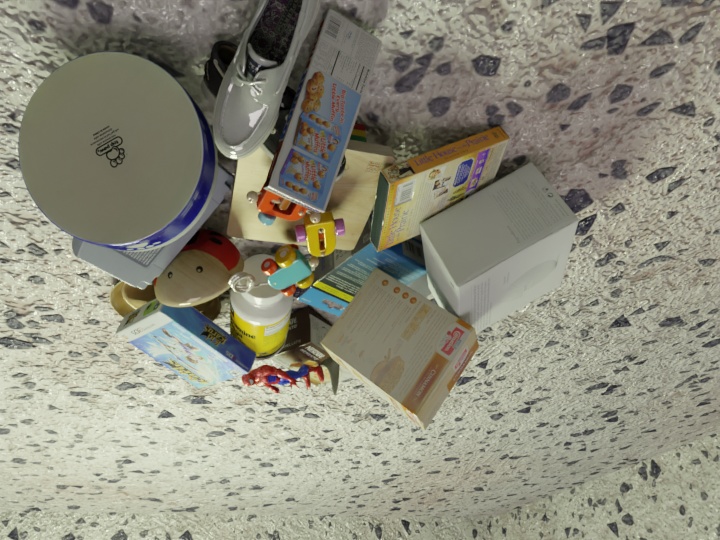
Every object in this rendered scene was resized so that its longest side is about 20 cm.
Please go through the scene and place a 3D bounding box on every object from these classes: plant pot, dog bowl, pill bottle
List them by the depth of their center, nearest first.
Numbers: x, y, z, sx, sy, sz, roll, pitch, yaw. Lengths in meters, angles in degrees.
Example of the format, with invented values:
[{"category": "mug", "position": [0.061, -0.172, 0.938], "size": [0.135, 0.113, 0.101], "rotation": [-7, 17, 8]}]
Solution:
[{"category": "dog bowl", "position": [-0.261, -0.126, 0.622], "size": [0.192, 0.209, 0.079], "rotation": [-3, 179, -5]}, {"category": "pill bottle", "position": [-0.177, 0.066, 1.000], "size": [0.108, 0.116, 0.202], "rotation": [2, 145, -12]}, {"category": "plant pot", "position": [-0.352, 0.052, 1.029], "size": [0.192, 0.028, 0.203], "rotation": [-4, 146, -2]}]

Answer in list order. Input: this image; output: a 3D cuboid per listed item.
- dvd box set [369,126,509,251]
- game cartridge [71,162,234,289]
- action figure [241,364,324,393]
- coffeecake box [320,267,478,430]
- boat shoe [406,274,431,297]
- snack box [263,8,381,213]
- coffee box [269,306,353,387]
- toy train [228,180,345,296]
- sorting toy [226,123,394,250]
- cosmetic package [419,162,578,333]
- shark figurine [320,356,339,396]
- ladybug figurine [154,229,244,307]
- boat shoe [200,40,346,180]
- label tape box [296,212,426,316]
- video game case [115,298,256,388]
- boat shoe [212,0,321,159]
[{"category": "dvd box set", "position": [0.108, -0.113, 0.797], "size": [0.195, 0.030, 0.148], "rotation": [-24, 151, -19]}, {"category": "game cartridge", "position": [-0.266, -0.080, 0.721], "size": [0.201, 0.041, 0.133], "rotation": [-49, 146, 1]}, {"category": "action figure", "position": [-0.151, 0.208, 1.081], "size": [0.064, 0.054, 0.197], "rotation": [-23, 156, 33]}, {"category": "coffeecake box", "position": [0.060, 0.116, 0.873], "size": [0.155, 0.197, 0.074], "rotation": [-51, 148, -13]}, {"category": "boat shoe", "position": [0.084, 0.033, 1.037], "size": [0.071, 0.066, 0.202], "rotation": [20, 116, -38]}, {"category": "snack box", "position": [-0.040, -0.172, 0.616], "size": [0.070, 0.207, 0.024], "rotation": [21, 175, -25]}, {"category": "coffee box", "position": [-0.097, 0.167, 1.188], "size": [0.111, 0.082, 0.200], "rotation": [-21, 143, 20]}, {"category": "toy train", "position": [-0.105, -0.050, 0.766], "size": [0.146, 0.057, 0.202], "rotation": [9, 134, -27]}, {"category": "sorting toy", "position": [-0.077, -0.125, 0.779], "size": [0.193, 0.072, 0.201], "rotation": [5, 144, -17]}, {"category": "cosmetic package", "position": [0.206, -0.021, 0.871], "size": [0.196, 0.125, 0.201], "rotation": [-29, 150, -5]}, {"category": "shark figurine", "position": [0.021, 0.154, 1.118], "size": [0.212, 0.090, 0.129], "rotation": [-26, 156, -49]}, {"category": "ladybug figurine", "position": [-0.243, -0.011, 0.842], "size": [0.131, 0.201, 0.074], "rotation": [-13, 109, -5]}, {"category": "boat shoe", "position": [-0.093, -0.180, 0.641], "size": [0.198, 0.074, 0.061], "rotation": [40, 141, 0]}, {"category": "label tape box", "position": [0.000, 0.000, 0.977], "size": [0.142, 0.065, 0.198], "rotation": [25, 135, -38]}, {"category": "video game case", "position": [-0.314, 0.132, 1.011], "size": [0.178, 0.046, 0.199], "rotation": [-20, 128, 41]}, {"category": "boat shoe", "position": [-0.098, -0.209, 0.570], "size": [0.071, 0.069, 0.203], "rotation": [33, 100, -4]}]
